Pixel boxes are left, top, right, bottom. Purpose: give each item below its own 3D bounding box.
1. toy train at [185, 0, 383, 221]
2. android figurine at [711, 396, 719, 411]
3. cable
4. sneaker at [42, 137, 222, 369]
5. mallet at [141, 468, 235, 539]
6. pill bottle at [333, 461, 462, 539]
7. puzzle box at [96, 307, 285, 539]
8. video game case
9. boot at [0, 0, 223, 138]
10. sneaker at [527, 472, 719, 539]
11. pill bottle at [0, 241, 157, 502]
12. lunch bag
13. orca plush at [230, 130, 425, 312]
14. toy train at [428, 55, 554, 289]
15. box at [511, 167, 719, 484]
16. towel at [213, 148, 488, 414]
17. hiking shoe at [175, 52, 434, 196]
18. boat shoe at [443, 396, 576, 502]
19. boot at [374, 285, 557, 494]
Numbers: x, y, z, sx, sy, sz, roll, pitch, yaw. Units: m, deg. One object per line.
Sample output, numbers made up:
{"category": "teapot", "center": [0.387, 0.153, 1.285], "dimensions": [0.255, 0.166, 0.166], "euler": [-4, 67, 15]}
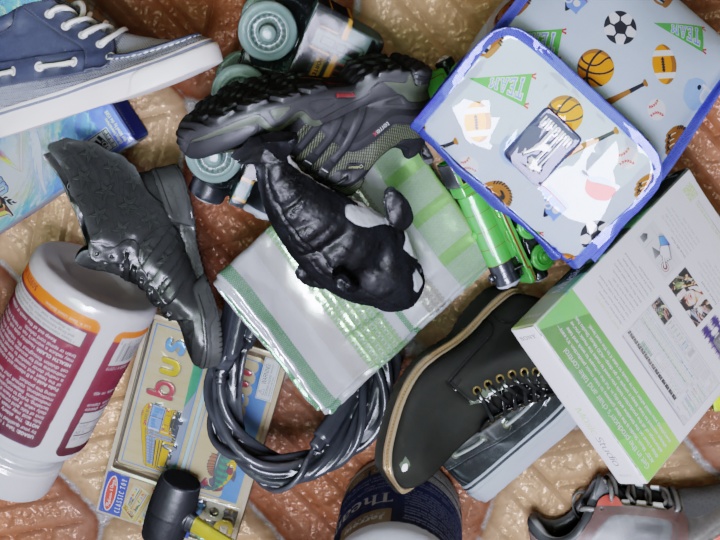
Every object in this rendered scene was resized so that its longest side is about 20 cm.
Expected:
{"category": "toy train", "center": [-0.064, -0.133, 0.925], "dimensions": [0.113, 0.085, 0.202], "euler": [23, 106, -11]}
{"category": "android figurine", "center": [0.339, 0.044, 0.953], "dimensions": [0.198, 0.041, 0.184], "euler": [-11, 103, 10]}
{"category": "cable", "center": [-0.047, 0.088, 0.978], "dimensions": [0.161, 0.051, 0.203], "euler": [11, 89, -16]}
{"category": "sneaker", "center": [-0.180, -0.011, 0.927], "dimensions": [0.103, 0.060, 0.202], "euler": [-13, 87, -19]}
{"category": "mallet", "center": [-0.104, 0.251, 0.995], "dimensions": [0.199, 0.041, 0.066], "euler": [34, 109, 15]}
{"category": "pill bottle", "center": [0.029, 0.241, 0.950], "dimensions": [0.109, 0.200, 0.112], "euler": [1, 105, 4]}
{"category": "puzzle box", "center": [-0.150, 0.142, 1.032], "dimensions": [0.132, 0.025, 0.202], "euler": [17, 106, 1]}
{"category": "video game case", "center": [-0.306, -0.147, 0.960], "dimensions": [0.180, 0.045, 0.201], "euler": [-30, 100, 13]}
{"category": "boot", "center": [-0.207, -0.170, 0.881], "dimensions": [0.198, 0.073, 0.091], "euler": [-14, 100, 14]}
{"category": "sneaker", "center": [0.234, 0.210, 0.991], "dimensions": [0.198, 0.077, 0.083], "euler": [-23, 95, 10]}
{"category": "pill bottle", "center": [-0.264, 0.087, 0.982], "dimensions": [0.113, 0.114, 0.201], "euler": [30, 105, -3]}
{"category": "lunch bag", "center": [0.155, -0.126, 0.849], "dimensions": [0.170, 0.124, 0.200], "euler": [41, 77, -3]}
{"category": "orca plush", "center": [-0.010, -0.021, 0.851], "dimensions": [0.104, 0.071, 0.201], "euler": [-24, 132, 6]}
{"category": "toy train", "center": [0.096, -0.074, 0.936], "dimensions": [0.056, 0.042, 0.202], "euler": [-29, 101, -17]}
{"category": "box", "center": [0.219, 0.039, 0.866], "dimensions": [0.200, 0.036, 0.145], "euler": [-41, 99, -28]}
{"category": "towel", "center": [0.000, 0.000, 0.940], "dimensions": [0.200, 0.031, 0.150], "euler": [-40, 103, -8]}
{"category": "hiking shoe", "center": [-0.036, -0.096, 0.866], "dimensions": [0.198, 0.076, 0.102], "euler": [-13, 115, -10]}
{"category": "boat shoe", "center": [0.137, 0.110, 0.971], "dimensions": [0.071, 0.072, 0.201], "euler": [36, 107, -9]}
{"category": "boot", "center": [0.111, 0.094, 0.888], "dimensions": [0.201, 0.137, 0.078], "euler": [-54, 129, -24]}
